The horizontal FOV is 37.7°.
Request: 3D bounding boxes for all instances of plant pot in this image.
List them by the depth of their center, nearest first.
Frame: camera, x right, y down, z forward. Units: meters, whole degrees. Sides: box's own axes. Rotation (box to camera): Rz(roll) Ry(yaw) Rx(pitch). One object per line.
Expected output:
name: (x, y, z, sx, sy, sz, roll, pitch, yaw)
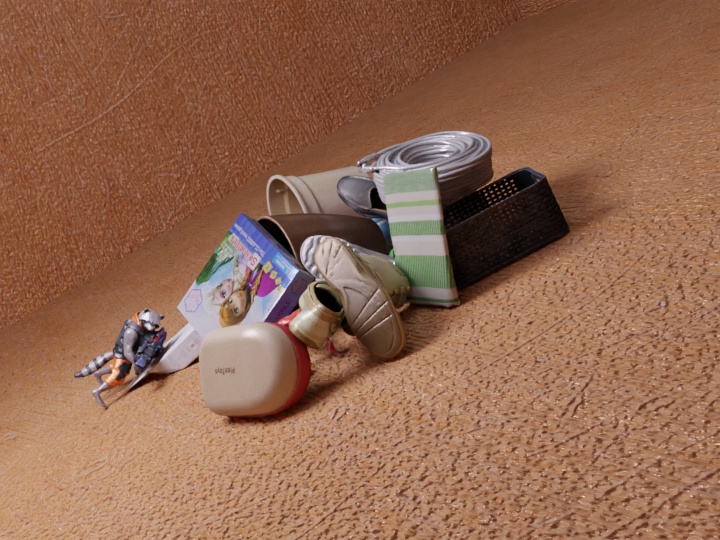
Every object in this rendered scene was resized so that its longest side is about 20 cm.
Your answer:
plant pot: (-0.061, -0.024, 1.821, 0.199, 0.188, 0.187, -17, 8, -29)
plant pot: (-0.066, -0.126, 2.163, 0.183, 0.201, 0.200, -22, 11, -24)

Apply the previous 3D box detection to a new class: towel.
towel: (0.088, -0.048, 1.551, 0.023, 0.201, 0.152, -12, 7, -27)

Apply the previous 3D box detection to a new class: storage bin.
storage bin: (0.200, -0.067, 1.613, 0.199, 0.094, 0.135, -27, 14, 0)

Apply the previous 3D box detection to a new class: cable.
cable: (0.118, -0.165, 1.716, 0.199, 0.070, 0.200, -27, 27, -29)

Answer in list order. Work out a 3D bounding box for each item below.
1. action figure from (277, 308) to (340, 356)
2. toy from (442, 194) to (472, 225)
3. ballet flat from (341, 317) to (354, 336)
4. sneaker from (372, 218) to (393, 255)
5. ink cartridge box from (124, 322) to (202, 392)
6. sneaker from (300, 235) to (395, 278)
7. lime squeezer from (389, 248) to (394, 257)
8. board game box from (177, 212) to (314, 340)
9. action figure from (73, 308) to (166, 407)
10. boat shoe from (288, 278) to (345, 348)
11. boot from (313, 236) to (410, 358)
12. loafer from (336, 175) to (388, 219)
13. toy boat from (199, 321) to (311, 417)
action figure: (-0.080, 0.108, 1.606, 0.065, 0.099, 0.200, -31, -8, -1)
toy: (0.145, -0.066, 1.732, 0.047, 0.116, 0.200, 24, 47, 30)
ballet flat: (-0.005, 0.069, 1.635, 0.067, 0.046, 0.200, -50, 9, 2)
sneaker: (0.091, -0.105, 1.869, 0.199, 0.131, 0.080, -14, 19, 39)
ink cartridge box: (-0.340, 0.152, 1.986, 0.200, 0.057, 0.163, -45, 9, 20)
sneaker: (0.000, 0.000, 1.670, 0.082, 0.199, 0.075, -22, -48, -87)
lime squeezer: (0.087, -0.042, 1.803, 0.200, 0.038, 0.071, -45, 0, -15)
board game box: (-0.191, 0.038, 1.717, 0.200, 0.041, 0.200, -55, 46, 7)
action figure: (-0.430, 0.151, 1.925, 0.194, 0.104, 0.200, -53, 6, 4)
boat shoe: (-0.051, 0.049, 1.514, 0.063, 0.073, 0.201, -53, 0, 17)
boot: (0.030, 0.045, 1.517, 0.073, 0.200, 0.155, -45, -29, 16)
loafer: (0.034, -0.127, 1.815, 0.199, 0.072, 0.073, 22, 77, 33)
toy boat: (-0.134, 0.140, 1.510, 0.130, 0.131, 0.200, -2, -6, -40)
